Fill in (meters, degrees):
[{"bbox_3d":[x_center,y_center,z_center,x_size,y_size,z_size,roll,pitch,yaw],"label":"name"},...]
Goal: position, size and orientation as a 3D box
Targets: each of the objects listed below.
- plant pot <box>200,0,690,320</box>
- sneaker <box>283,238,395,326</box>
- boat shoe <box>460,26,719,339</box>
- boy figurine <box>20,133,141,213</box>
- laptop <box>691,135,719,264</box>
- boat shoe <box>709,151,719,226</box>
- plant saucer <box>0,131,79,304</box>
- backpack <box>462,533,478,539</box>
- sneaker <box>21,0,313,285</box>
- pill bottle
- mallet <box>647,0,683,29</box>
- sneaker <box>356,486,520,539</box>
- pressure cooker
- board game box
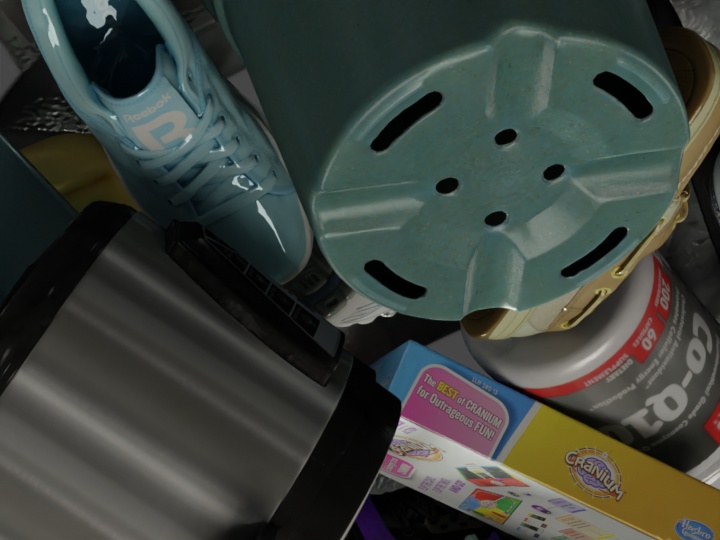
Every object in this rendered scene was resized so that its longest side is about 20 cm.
[{"bbox_3d":[0.035,-0.099,0.695,0.200,0.196,0.201,-9,137,-9],"label":"plant pot"},{"bbox_3d":[0.000,0.000,0.859,0.200,0.075,0.087,-31,148,-8],"label":"sneaker"},{"bbox_3d":[0.118,-0.038,0.803,0.066,0.074,0.200,7,143,-32],"label":"boat shoe"},{"bbox_3d":[-0.130,-0.015,0.831,0.200,0.065,0.124,-31,127,19],"label":"boy figurine"},{"bbox_3d":[0.298,-0.032,0.918,0.200,0.103,0.177,-23,137,8],"label":"laptop"},{"bbox_3d":[0.231,0.006,0.930,0.200,0.091,0.071,49,65,-25],"label":"boat shoe"},{"bbox_3d":[-0.136,0.012,0.796,0.070,0.019,0.200,-35,110,19],"label":"plant saucer"},{"bbox_3d":[0.095,0.254,0.998,0.153,0.200,0.176,-38,145,-2],"label":"backpack"},{"bbox_3d":[-0.088,-0.064,0.721,0.074,0.082,0.200,-33,109,11],"label":"sneaker"},{"bbox_3d":[0.151,0.055,0.957,0.114,0.114,0.200,-32,136,17],"label":"pill bottle"},{"bbox_3d":[0.066,-0.094,0.836,0.199,0.066,0.041,-8,138,12],"label":"mallet"},{"bbox_3d":[0.048,0.157,1.077,0.200,0.070,0.100,16,122,-36],"label":"sneaker"},{"bbox_3d":[-0.076,0.089,0.715,0.200,0.176,0.179,34,137,-4],"label":"pressure cooker"},{"bbox_3d":[0.087,0.111,0.943,0.200,0.040,0.153,26,162,-8],"label":"board game box"}]
